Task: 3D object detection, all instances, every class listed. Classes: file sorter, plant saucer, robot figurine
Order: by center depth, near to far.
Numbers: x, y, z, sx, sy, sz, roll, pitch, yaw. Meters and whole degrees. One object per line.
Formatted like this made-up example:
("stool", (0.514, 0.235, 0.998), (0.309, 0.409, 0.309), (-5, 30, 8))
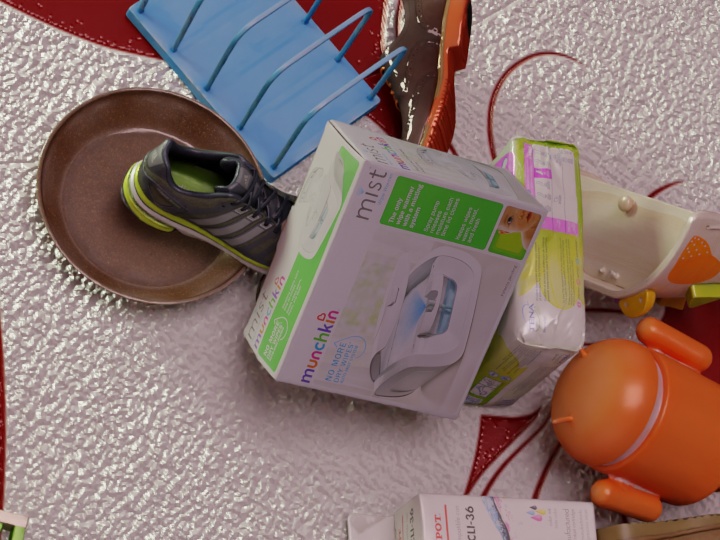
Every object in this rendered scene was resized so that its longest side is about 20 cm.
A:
("plant saucer", (-0.178, -0.058, 1.762), (0.200, 0.037, 0.201), (8, 66, -18))
("robot figurine", (0.246, 0.128, 1.779), (0.200, 0.144, 0.117), (26, 21, -29))
("file sorter", (-0.078, -0.209, 1.817), (0.139, 0.123, 0.200), (-38, 85, -29))

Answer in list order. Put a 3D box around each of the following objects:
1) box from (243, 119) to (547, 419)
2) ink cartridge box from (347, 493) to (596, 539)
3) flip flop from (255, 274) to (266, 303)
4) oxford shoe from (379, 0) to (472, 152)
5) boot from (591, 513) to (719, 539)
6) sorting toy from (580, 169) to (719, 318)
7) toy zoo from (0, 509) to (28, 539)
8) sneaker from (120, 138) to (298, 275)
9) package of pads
("box", (0.025, 0.000, 1.703), (0.176, 0.200, 0.097), (15, 19, -28))
("ink cartridge box", (0.094, 0.249, 1.711), (0.200, 0.068, 0.117), (5, 66, -19))
("flip flop", (0.000, 0.000, 1.789), (0.200, 0.058, 0.081), (-19, 75, -23))
("oxford shoe", (0.051, -0.161, 1.887), (0.072, 0.071, 0.200), (7, 64, 12))
("boot", (0.273, 0.312, 1.758), (0.175, 0.066, 0.200), (-1, 75, -33))
("sorting toy", (0.287, -0.010, 1.857), (0.180, 0.200, 0.107), (10, 98, -33))
("toy zoo", (-0.333, 0.267, 1.569), (0.131, 0.020, 0.200), (15, 64, -14))
("sneaker", (-0.095, -0.052, 1.723), (0.200, 0.081, 0.074), (16, 63, -13))
("package of pads", (0.135, 0.001, 1.785), (0.068, 0.155, 0.200), (8, 65, -17))
